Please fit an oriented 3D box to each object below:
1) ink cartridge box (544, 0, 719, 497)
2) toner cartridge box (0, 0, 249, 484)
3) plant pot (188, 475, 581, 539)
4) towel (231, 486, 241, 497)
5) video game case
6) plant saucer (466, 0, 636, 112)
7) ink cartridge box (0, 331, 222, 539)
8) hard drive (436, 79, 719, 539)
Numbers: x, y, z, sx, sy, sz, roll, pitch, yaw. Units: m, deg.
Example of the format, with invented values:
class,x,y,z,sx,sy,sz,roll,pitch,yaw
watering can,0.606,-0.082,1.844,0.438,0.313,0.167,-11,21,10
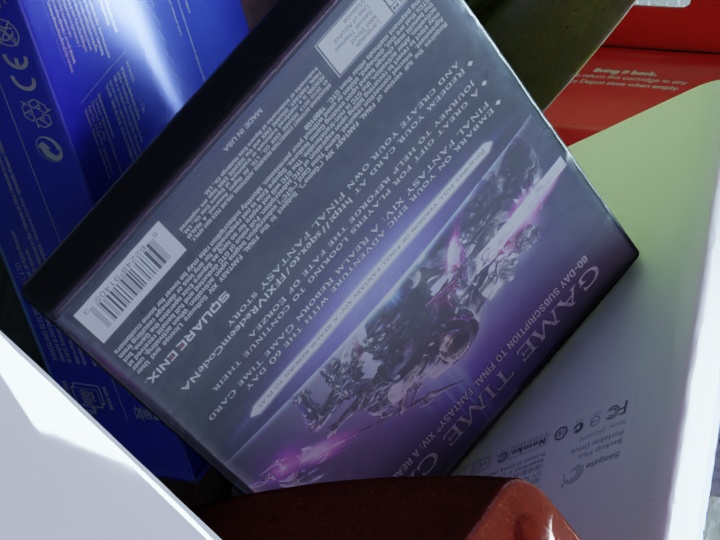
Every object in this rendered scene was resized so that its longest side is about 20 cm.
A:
class,x,y,z,sx,sy,sz,roll,pitch,yaw
ink cartridge box,0.105,-0.018,1.082,0.067,0.116,0.201,-48,135,-47
toner cartridge box,-0.069,-0.044,0.826,0.095,0.043,0.201,-57,142,-42
plant pot,-0.001,0.168,0.771,0.200,0.176,0.200,51,41,-8
towel,-0.008,0.134,0.986,0.132,0.034,0.202,9,86,-60
video game case,0.000,0.000,0.836,0.143,0.019,0.200,-48,145,-5
plant saucer,0.059,-0.094,0.958,0.031,0.200,0.200,39,49,-7
ink cartridge box,-0.144,0.090,0.545,0.147,0.199,0.147,51,51,-53
hard drive,0.062,0.036,0.931,0.025,0.131,0.201,44,40,-28
